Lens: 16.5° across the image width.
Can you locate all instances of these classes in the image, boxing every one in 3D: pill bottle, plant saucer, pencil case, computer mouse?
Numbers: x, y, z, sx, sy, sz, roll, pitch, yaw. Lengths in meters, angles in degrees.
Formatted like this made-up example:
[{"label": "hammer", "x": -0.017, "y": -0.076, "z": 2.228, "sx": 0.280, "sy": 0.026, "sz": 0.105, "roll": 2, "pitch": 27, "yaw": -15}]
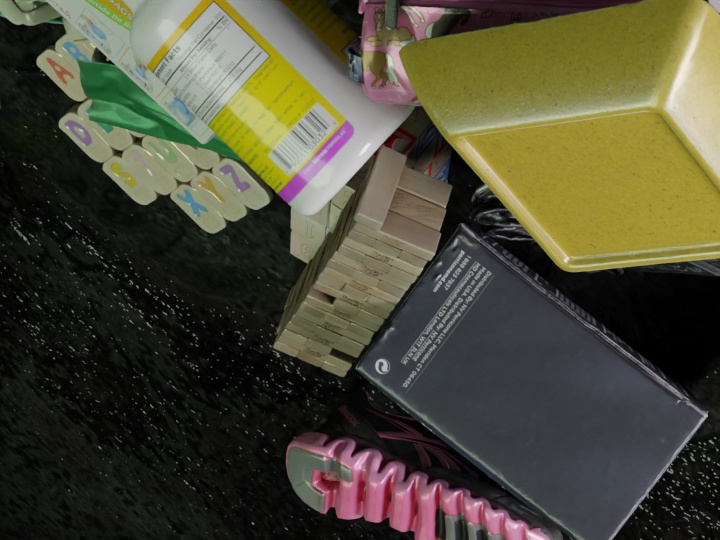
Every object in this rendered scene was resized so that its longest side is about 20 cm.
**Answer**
[{"label": "pill bottle", "x": -0.068, "y": -0.136, "z": 1.509, "sx": 0.200, "sy": 0.104, "sz": 0.104, "roll": 44, "pitch": 152, "yaw": -2}, {"label": "plant saucer", "x": 0.143, "y": -0.061, "z": 1.379, "sx": 0.199, "sy": 0.049, "sz": 0.200, "roll": -7, "pitch": 143, "yaw": 37}, {"label": "pencil case", "x": 0.095, "y": -0.131, "z": 1.420, "sx": 0.199, "sy": 0.086, "sz": 0.083, "roll": 6, "pitch": 102, "yaw": 22}, {"label": "computer mouse", "x": 0.178, "y": -0.033, "z": 1.539, "sx": 0.199, "sy": 0.053, "sz": 0.138, "roll": 5, "pitch": 167, "yaw": 39}]

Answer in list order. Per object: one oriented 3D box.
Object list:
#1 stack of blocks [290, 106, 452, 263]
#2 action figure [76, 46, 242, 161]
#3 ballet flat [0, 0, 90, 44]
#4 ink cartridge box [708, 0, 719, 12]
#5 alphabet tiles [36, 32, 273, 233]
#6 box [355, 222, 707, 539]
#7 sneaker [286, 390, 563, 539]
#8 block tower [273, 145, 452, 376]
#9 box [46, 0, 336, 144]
[{"label": "stack of blocks", "x": 0.007, "y": -0.045, "z": 1.682, "sx": 0.058, "sy": 0.115, "sz": 0.200, "roll": 31, "pitch": 151, "yaw": 14}, {"label": "action figure", "x": -0.097, "y": -0.107, "z": 1.761, "sx": 0.199, "sy": 0.055, "sz": 0.118, "roll": 20, "pitch": 170, "yaw": 7}, {"label": "ballet flat", "x": -0.201, "y": -0.191, "z": 1.763, "sx": 0.199, "sy": 0.071, "sz": 0.068, "roll": 15, "pitch": 143, "yaw": 37}, {"label": "ink cartridge box", "x": 0.143, "y": -0.140, "z": 1.479, "sx": 0.199, "sy": 0.057, "sz": 0.163, "roll": -13, "pitch": 125, "yaw": 31}, {"label": "alphabet tiles", "x": -0.159, "y": -0.107, "z": 1.896, "sx": 0.196, "sy": 0.015, "sz": 0.200, "roll": 46, "pitch": 152, "yaw": -12}, {"label": "box", "x": 0.112, "y": 0.074, "z": 1.640, "sx": 0.198, "sy": 0.124, "sz": 0.200, "roll": 37, "pitch": -176, "yaw": 3}, {"label": "sneaker", "x": 0.053, "y": 0.139, "z": 1.673, "sx": 0.199, "sy": 0.095, "sz": 0.079, "roll": 25, "pitch": 134, "yaw": 14}, {"label": "block tower", "x": 0.000, "y": 0.000, "z": 1.584, "sx": 0.057, "sy": 0.054, "sz": 0.200, "roll": 22, "pitch": 148, "yaw": -6}, {"label": "box", "x": -0.129, "y": -0.200, "z": 1.622, "sx": 0.200, "sy": 0.113, "sz": 0.101, "roll": 43, "pitch": 151, "yaw": -5}]
